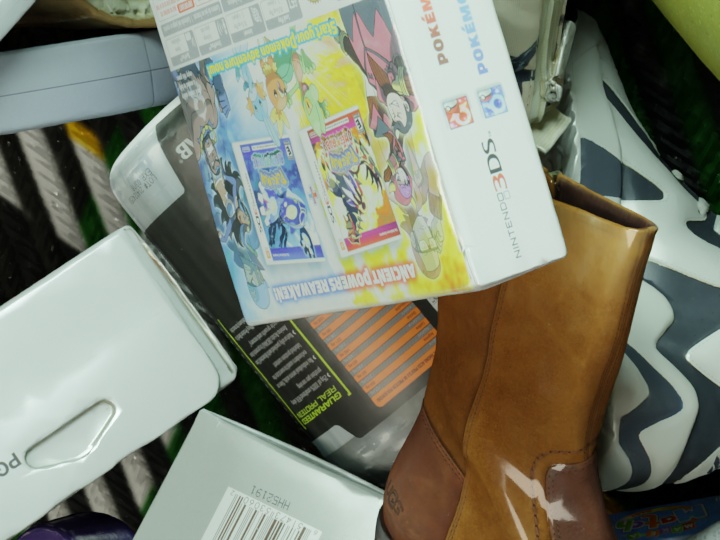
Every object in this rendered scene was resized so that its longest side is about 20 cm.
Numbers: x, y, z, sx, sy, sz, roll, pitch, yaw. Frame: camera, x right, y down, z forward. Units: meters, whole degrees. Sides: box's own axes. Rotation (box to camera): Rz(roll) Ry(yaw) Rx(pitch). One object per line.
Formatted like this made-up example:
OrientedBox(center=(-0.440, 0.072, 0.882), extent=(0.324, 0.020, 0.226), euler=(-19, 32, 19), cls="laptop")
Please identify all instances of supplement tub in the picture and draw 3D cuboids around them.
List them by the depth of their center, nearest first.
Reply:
OrientedBox(center=(0.000, 0.000, 1.242), extent=(0.200, 0.122, 0.122), euler=(52, 129, 0), cls="supplement tub")

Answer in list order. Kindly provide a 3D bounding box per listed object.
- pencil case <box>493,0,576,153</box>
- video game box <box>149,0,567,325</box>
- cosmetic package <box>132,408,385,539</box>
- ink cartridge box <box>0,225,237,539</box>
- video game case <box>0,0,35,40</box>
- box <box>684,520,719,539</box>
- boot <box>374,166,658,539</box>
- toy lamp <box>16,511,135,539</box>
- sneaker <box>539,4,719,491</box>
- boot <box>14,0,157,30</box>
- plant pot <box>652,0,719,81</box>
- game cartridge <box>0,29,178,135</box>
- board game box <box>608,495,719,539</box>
OrientedBox(center=(0.047, -0.136, 1.078), extent=(0.089, 0.078, 0.201), euler=(22, 140, 14), cls="pencil case")
OrientedBox(center=(-0.012, -0.077, 1.081), extent=(0.200, 0.047, 0.183), euler=(-9, 96, 65), cls="video game box")
OrientedBox(center=(-0.018, 0.143, 1.285), extent=(0.106, 0.091, 0.200), euler=(23, 168, 20), cls="cosmetic package")
OrientedBox(center=(-0.153, 0.064, 1.305), extent=(0.084, 0.145, 0.200), euler=(55, 161, -1), cls="ink cartridge box")
OrientedBox(center=(-0.189, -0.162, 1.233), extent=(0.181, 0.200, 0.023), euler=(17, 141, 24), cls="video game case")
OrientedBox(center=(0.189, 0.156, 1.193), extent=(0.199, 0.036, 0.145), euler=(-31, 106, 15), cls="box")
OrientedBox(center=(0.087, 0.068, 1.091), extent=(0.188, 0.068, 0.201), euler=(39, 128, 43), cls="boot")
OrientedBox(center=(-0.095, 0.142, 1.331), extent=(0.058, 0.200, 0.059), euler=(-6, 75, 21), cls="toy lamp")
OrientedBox(center=(0.126, -0.008, 1.193), extent=(0.080, 0.129, 0.200), euler=(-47, 47, 48), cls="sneaker")
OrientedBox(center=(-0.202, -0.136, 1.283), extent=(0.199, 0.175, 0.067), euler=(4, 93, 34), cls="boot")
OrientedBox(center=(0.183, -0.114, 1.044), extent=(0.200, 0.186, 0.188), euler=(34, 131, 41), cls="plant pot")
OrientedBox(center=(-0.170, -0.072, 1.267), extent=(0.133, 0.200, 0.042), euler=(-11, 93, 34), cls="game cartridge")
OrientedBox(center=(0.145, 0.168, 1.239), extent=(0.199, 0.037, 0.152), euler=(-11, 110, 7), cls="board game box")
